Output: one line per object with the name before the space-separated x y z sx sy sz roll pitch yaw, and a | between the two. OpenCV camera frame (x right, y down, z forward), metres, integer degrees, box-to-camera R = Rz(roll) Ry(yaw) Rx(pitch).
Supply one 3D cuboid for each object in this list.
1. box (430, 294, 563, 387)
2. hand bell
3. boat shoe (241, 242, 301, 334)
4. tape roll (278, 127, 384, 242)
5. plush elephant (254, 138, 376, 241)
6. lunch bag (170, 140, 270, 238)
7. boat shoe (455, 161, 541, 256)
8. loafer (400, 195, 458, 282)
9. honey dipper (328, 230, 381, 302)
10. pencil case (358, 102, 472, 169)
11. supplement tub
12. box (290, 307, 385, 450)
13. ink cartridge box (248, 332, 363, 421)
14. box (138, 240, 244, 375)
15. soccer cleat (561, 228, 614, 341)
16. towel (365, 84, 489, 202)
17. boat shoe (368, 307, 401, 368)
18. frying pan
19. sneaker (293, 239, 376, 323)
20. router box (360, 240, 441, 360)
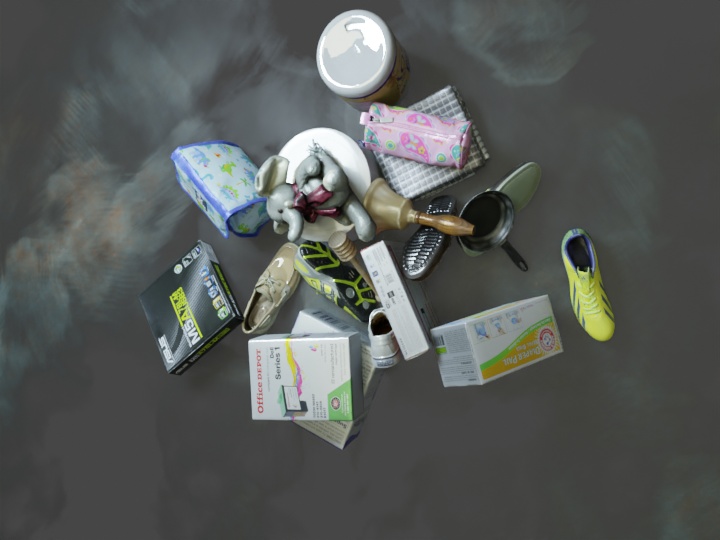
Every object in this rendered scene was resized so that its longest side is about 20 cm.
box | 0.237 0.121 1.198 0.112 0.196 0.104 -20 85 59
hand bell | 0.109 -0.090 1.210 0.196 0.103 0.107 16 95 28
boat shoe | -0.179 0.039 1.394 0.071 0.065 0.203 32 99 13
tape roll | -0.057 -0.156 1.318 0.196 0.139 0.210 0 91 15
plush elephant | -0.094 -0.120 1.180 0.153 0.165 0.201 -36 53 0
lunch bag | -0.263 -0.158 1.346 0.128 0.200 0.170 -45 80 11
boat shoe | 0.247 -0.122 1.267 0.071 0.061 0.202 34 102 -31
loafer | 0.137 -0.049 1.253 0.071 0.202 0.072 3 137 35
honey dipper | 0.000 0.000 1.291 0.037 0.201 0.039 -15 49 19
pencil case | 0.098 -0.237 1.215 0.195 0.087 0.090 16 95 14
supplement tub | 0.014 -0.370 1.261 0.141 0.200 0.150 0 91 16
box | -0.060 0.205 1.342 0.180 0.105 0.205 25 97 14
ink cartridge box | -0.099 0.192 1.255 0.194 0.084 0.150 -3 90 16
box | -0.352 0.076 1.428 0.191 0.047 0.203 -37 63 12
soccer cleat | 0.397 0.027 1.218 0.063 0.084 0.206 -16 87 15
towel | 0.124 -0.231 1.293 0.196 0.085 0.169 -25 85 15
boat shoe | 0.045 0.102 1.259 0.069 0.201 0.072 -9 107 11
frying pan | 0.250 -0.078 1.235 0.186 0.031 0.117 17 110 -28
sneaker | -0.049 0.026 1.361 0.200 0.075 0.076 46 142 -1
router box | 0.082 0.049 1.260 0.048 0.179 0.205 -25 84 15
